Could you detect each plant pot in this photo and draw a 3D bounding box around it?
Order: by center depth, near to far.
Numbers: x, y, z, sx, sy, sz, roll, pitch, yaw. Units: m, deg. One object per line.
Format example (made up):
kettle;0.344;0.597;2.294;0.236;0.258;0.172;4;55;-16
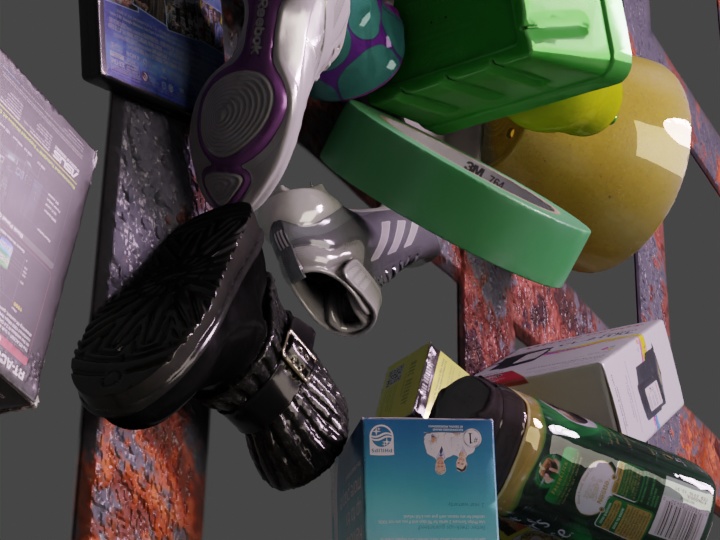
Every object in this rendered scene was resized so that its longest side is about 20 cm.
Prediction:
plant pot;0.172;-0.113;1.448;0.141;0.199;0.202;18;61;-32

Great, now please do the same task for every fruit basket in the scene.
fruit basket;0.122;-0.176;1.227;0.215;0.214;0.157;-5;85;-64

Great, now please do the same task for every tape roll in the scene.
tape roll;0.068;-0.056;1.179;0.048;0.200;0.200;-61;154;9

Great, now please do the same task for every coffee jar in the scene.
coffee jar;0.142;0.143;1.151;0.198;0.104;0.086;23;91;-16

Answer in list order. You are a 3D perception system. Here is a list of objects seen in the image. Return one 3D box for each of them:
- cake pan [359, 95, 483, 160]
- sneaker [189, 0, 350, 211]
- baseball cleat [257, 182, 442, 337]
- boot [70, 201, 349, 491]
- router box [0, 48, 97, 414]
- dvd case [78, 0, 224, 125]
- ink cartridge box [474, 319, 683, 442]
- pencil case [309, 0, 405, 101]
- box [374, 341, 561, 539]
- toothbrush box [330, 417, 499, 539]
cake pan;0.047;-0.160;1.346;0.200;0.036;0.202;35;50;-56
sneaker;-0.044;-0.128;1.026;0.099;0.074;0.202;12;94;-61
baseball cleat;0.000;0.000;1.145;0.199;0.069;0.107;9;58;-52
boot;-0.076;0.071;0.950;0.159;0.079;0.211;68;27;-21
router box;-0.209;-0.046;0.740;0.200;0.062;0.151;51;36;-45
dvd case;-0.130;-0.197;1.016;0.142;0.017;0.202;17;65;-61
ink cartridge box;0.174;0.109;1.379;0.200;0.145;0.084;-21;96;-65
pencil case;-0.036;-0.212;1.113;0.092;0.085;0.201;-42;140;-12
box;0.100;0.146;1.239;0.200;0.050;0.076;39;41;-21
toothbrush box;0.032;0.203;0.992;0.147;0.084;0.202;116;-27;-70
